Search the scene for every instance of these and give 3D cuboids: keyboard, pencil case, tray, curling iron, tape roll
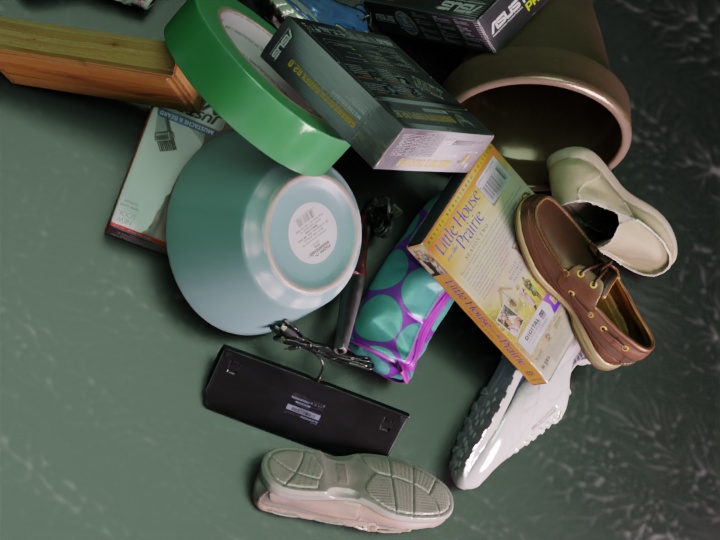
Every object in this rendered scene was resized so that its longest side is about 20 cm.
[{"bbox_3d":[-0.046,0.115,1.604,0.198,0.021,0.128,21,119,-11],"label":"keyboard"},{"bbox_3d":[0.064,0.014,1.645,0.092,0.085,0.201,23,71,36],"label":"pencil case"},{"bbox_3d":[-0.254,-0.195,1.560,0.198,0.099,0.037,9,77,12],"label":"tray"},{"bbox_3d":[0.000,0.000,1.620,0.025,0.049,0.201,37,49,-21],"label":"curling iron"},{"bbox_3d":[-0.091,-0.174,1.508,0.200,0.201,0.048,44,108,-4],"label":"tape roll"}]

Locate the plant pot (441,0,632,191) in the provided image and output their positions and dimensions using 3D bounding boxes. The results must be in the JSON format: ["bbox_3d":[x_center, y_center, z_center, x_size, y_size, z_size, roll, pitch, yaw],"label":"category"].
[{"bbox_3d":[0.180,-0.205,1.675,0.198,0.201,0.176,13,59,-11],"label":"plant pot"}]

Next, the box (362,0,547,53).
[{"bbox_3d":[0.118,-0.298,1.658,0.160,0.199,0.044,-45,123,-16],"label":"box"}]

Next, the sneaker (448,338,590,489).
[{"bbox_3d":[0.163,0.143,1.660,0.080,0.076,0.201,38,75,-15],"label":"sneaker"}]

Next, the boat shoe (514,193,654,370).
[{"bbox_3d":[0.224,0.007,1.610,0.072,0.067,0.201,-43,106,-35],"label":"boat shoe"}]

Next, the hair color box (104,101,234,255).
[{"bbox_3d":[-0.166,-0.115,1.624,0.110,0.064,0.202,21,78,-10],"label":"hair color box"}]

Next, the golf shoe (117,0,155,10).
[{"bbox_3d":[-0.240,-0.303,1.632,0.198,0.073,0.093,-17,86,-16],"label":"golf shoe"}]

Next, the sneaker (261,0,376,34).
[{"bbox_3d":[-0.009,-0.225,1.674,0.089,0.079,0.200,-39,91,-14],"label":"sneaker"}]

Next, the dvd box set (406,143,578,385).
[{"bbox_3d":[0.147,-0.007,1.616,0.200,0.029,0.147,46,57,-20],"label":"dvd box set"}]

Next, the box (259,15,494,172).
[{"bbox_3d":[0.019,-0.160,1.517,0.158,0.200,0.048,46,112,19],"label":"box"}]

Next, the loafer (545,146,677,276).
[{"bbox_3d":[0.253,-0.046,1.679,0.200,0.075,0.069,38,51,-32],"label":"loafer"}]

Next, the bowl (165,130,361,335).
[{"bbox_3d":[-0.077,-0.036,1.569,0.200,0.105,0.203,-1,92,-39],"label":"bowl"}]

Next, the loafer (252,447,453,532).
[{"bbox_3d":[-0.009,0.221,1.615,0.198,0.063,0.072,13,45,-14],"label":"loafer"}]
